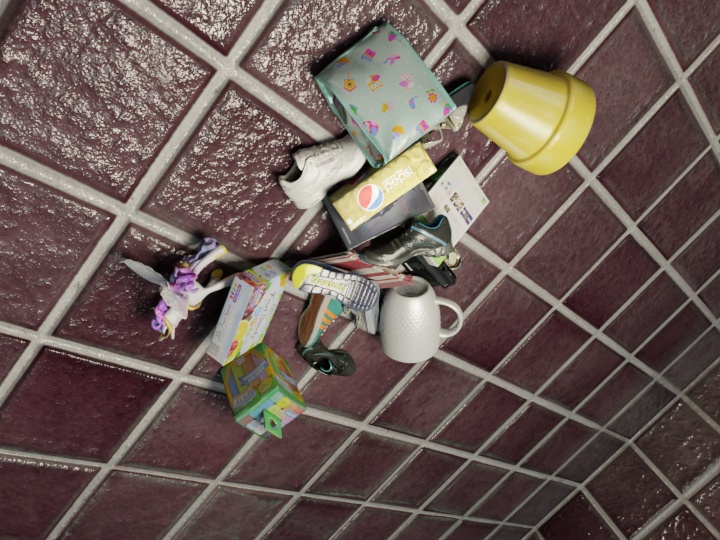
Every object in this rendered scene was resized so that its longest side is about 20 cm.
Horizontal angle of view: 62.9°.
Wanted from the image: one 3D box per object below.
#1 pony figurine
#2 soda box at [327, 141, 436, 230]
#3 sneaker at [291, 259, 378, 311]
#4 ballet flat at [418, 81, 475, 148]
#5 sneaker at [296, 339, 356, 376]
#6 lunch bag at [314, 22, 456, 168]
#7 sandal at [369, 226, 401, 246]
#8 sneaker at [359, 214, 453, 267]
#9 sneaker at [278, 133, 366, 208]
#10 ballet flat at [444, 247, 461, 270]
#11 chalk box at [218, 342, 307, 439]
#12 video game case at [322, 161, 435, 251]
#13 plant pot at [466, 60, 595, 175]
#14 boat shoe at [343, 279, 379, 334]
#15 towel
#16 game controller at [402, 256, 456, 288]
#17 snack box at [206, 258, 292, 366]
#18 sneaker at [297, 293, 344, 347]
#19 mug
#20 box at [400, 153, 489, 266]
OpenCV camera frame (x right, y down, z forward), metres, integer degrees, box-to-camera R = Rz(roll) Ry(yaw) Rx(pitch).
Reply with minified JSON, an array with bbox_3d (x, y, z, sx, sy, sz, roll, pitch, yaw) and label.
[{"bbox_3d":[-0.332,0.028,1.101,0.200,0.166,0.193,-42,148,-16],"label":"pony figurine"},{"bbox_3d":[0.040,-0.165,1.117,0.200,0.064,0.068,-35,112,1],"label":"soda box"},{"bbox_3d":[-0.053,0.025,1.227,0.200,0.082,0.074,23,94,-23],"label":"sneaker"},{"bbox_3d":[0.155,-0.291,1.160,0.200,0.073,0.073,-33,134,0],"label":"ballet flat"},{"bbox_3d":[-0.076,0.231,1.443,0.075,0.079,0.200,-47,135,11],"label":"sneaker"},{"bbox_3d":[0.038,-0.309,1.034,0.170,0.122,0.200,-39,98,-4],"label":"lunch bag"},{"bbox_3d":[0.057,-0.127,1.247,0.078,0.070,0.212,25,87,-40],"label":"sandal"},{"bbox_3d":[0.089,-0.061,1.180,0.199,0.073,0.082,-13,115,-17],"label":"sneaker"},{"bbox_3d":[-0.065,-0.204,1.103,0.200,0.075,0.100,-42,133,5],"label":"sneaker"},{"bbox_3d":[0.178,-0.063,1.358,0.074,0.074,0.200,-43,135,8],"label":"ballet flat"},{"bbox_3d":[-0.213,0.282,1.319,0.124,0.200,0.124,-37,135,2],"label":"chalk box"},{"bbox_3d":[0.031,-0.146,1.180,0.200,0.019,0.143,-26,89,-8],"label":"video game case"},{"bbox_3d":[0.323,-0.315,1.169,0.188,0.201,0.201,18,116,-20],"label":"plant pot"},{"bbox_3d":[-0.003,0.079,1.357,0.086,0.075,0.202,12,153,9],"label":"boat shoe"},{"bbox_3d":[0.000,0.000,1.281,0.200,0.144,0.023,23,68,-40],"label":"towel"},{"bbox_3d":[0.143,-0.018,1.364,0.200,0.104,0.042,45,62,-44],"label":"game controller"},{"bbox_3d":[-0.228,0.083,1.209,0.142,0.053,0.200,-33,153,-61],"label":"snack box"},{"bbox_3d":[-0.079,0.097,1.338,0.080,0.071,0.200,2,128,-34],"label":"sneaker"},{"bbox_3d":[0.144,0.109,1.403,0.199,0.148,0.176,5,126,10],"label":"mug"},{"bbox_3d":[0.179,-0.129,1.265,0.200,0.036,0.144,-50,122,-16],"label":"box"}]
